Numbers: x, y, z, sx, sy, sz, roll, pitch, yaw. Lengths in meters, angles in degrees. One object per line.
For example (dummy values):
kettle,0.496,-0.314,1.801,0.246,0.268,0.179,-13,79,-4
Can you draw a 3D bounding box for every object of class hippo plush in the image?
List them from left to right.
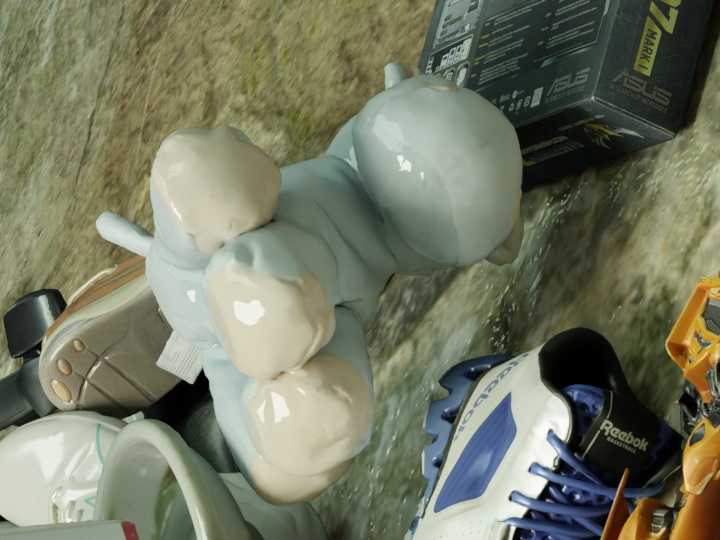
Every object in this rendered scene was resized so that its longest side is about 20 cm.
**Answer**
hippo plush,0.000,0.000,1.271,0.160,0.160,0.200,65,165,4

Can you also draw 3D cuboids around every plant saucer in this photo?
plant saucer,-0.070,0.164,1.300,0.200,0.050,0.201,178,90,-69

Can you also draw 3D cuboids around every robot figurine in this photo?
robot figurine,0.135,0.083,1.056,0.145,0.058,0.201,1,70,65

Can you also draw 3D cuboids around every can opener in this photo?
can opener,-0.194,0.068,1.817,0.200,0.063,0.079,139,121,-64

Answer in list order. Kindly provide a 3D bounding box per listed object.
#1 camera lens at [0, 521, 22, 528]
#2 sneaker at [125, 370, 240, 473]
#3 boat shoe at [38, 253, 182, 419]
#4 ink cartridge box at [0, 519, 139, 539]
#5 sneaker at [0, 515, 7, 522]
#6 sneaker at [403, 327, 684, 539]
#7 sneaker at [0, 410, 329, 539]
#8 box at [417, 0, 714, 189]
camera lens,-0.202,0.220,1.547,0.200,0.159,0.161,-22,48,60
sneaker,-0.071,0.064,1.533,0.112,0.073,0.201,-44,39,37
boat shoe,-0.074,0.003,1.489,0.199,0.076,0.072,-23,27,2
ink cartridge box,-0.159,0.233,1.269,0.146,0.144,0.201,-115,29,-43
sneaker,-0.227,0.157,1.803,0.089,0.077,0.200,-47,32,12
sneaker,0.067,0.101,1.163,0.115,0.080,0.200,-40,33,51
sneaker,-0.115,0.123,1.428,0.199,0.071,0.080,13,34,33
box,0.095,-0.123,1.354,0.200,0.051,0.159,-17,54,62
